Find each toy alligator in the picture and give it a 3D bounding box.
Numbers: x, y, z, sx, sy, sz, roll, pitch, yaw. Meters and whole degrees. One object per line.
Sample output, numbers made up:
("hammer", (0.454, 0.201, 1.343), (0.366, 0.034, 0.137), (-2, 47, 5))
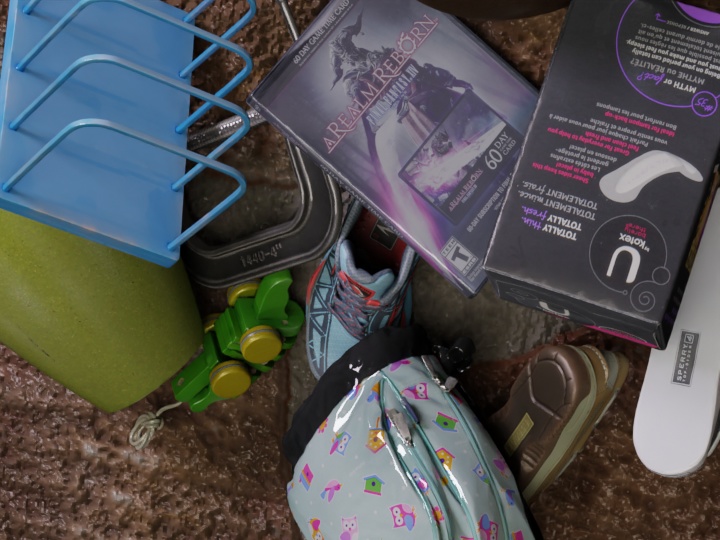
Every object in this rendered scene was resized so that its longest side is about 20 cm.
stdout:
("toy alligator", (-0.096, 0.070, 1.530), (0.054, 0.060, 0.200), (18, 126, -36))

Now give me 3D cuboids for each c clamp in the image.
("c clamp", (-0.081, -0.079, 1.461), (0.199, 0.027, 0.172), (-25, 89, 41))

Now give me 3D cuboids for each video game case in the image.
("video game case", (0.042, -0.099, 1.392), (0.200, 0.019, 0.143), (41, 71, -4))

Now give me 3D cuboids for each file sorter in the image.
("file sorter", (-0.147, -0.133, 1.362), (0.138, 0.202, 0.122), (20, 145, -31))

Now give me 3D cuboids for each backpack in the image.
("backpack", (0.032, 0.159, 1.426), (0.201, 0.126, 0.167), (59, 136, 29))

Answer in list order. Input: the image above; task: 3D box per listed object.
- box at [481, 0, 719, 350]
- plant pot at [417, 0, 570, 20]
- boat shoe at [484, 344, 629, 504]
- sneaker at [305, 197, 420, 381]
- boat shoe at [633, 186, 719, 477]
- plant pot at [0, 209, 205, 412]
("box", (0.168, -0.067, 1.328), (0.121, 0.106, 0.202), (18, 82, 12))
("plant pot", (0.073, -0.235, 1.297), (0.185, 0.200, 0.189), (5, 108, 16))
("boat shoe", (0.125, 0.124, 1.465), (0.200, 0.076, 0.072), (-51, 56, 43))
("sneaker", (0.000, 0.000, 1.450), (0.079, 0.096, 0.201), (23, 112, 10))
("boat shoe", (0.236, 0.042, 1.407), (0.071, 0.068, 0.202), (12, 89, 21))
("plant pot", (-0.206, -0.004, 1.480), (0.186, 0.187, 0.201), (-30, 105, 23))
